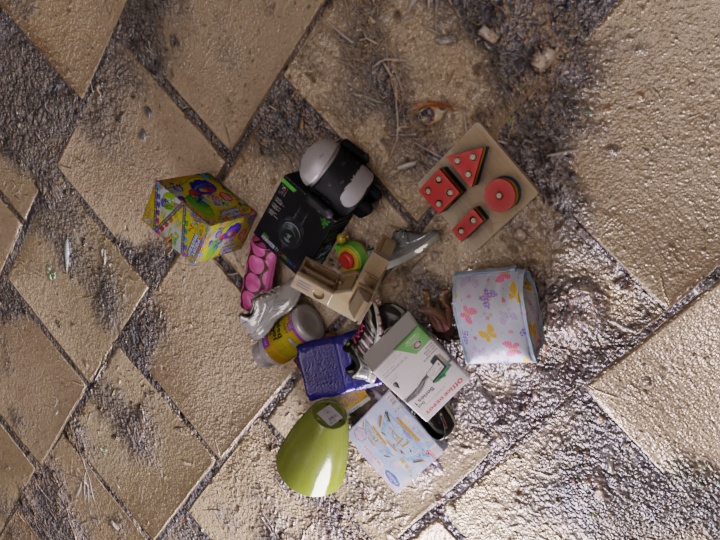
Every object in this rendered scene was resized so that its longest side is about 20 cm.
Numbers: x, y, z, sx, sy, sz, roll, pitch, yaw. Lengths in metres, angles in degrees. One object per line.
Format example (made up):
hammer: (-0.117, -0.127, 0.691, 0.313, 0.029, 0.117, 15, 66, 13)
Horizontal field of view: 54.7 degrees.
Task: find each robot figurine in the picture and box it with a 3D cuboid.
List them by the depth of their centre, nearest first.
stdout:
robot figurine: (-0.048, -0.207, 1.591, 0.199, 0.151, 0.125, 38, 124, -13)

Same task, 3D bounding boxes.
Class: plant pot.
plant pot: (-0.101, 0.426, 1.746, 0.185, 0.187, 0.202, 33, 126, 17)

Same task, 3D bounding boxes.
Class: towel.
towel: (-0.051, 0.232, 1.726, 0.196, 0.050, 0.151, -13, 94, 1)

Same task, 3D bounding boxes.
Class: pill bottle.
pill bottle: (-0.193, 0.177, 1.797, 0.199, 0.104, 0.105, -36, 85, 30)

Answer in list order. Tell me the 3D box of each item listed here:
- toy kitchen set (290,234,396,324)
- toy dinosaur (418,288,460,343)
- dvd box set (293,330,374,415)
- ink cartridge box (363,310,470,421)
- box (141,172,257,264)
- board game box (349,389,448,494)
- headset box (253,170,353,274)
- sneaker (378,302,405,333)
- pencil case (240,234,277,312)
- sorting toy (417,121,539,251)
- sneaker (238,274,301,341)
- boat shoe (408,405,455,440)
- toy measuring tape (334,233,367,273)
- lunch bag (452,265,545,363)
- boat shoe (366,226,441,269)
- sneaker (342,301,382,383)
toy kitchen set: (-0.047, 0.012, 1.554, 0.178, 0.164, 0.202, 28, 128, -3)
toy dinosaur: (0.179, 0.108, 1.543, 0.084, 0.200, 0.139, -4, 90, 16)
dvd box set: (-0.071, 0.277, 1.800, 0.146, 0.029, 0.202, -37, 84, 31)
ink cartridge box: (0.127, 0.214, 1.543, 0.146, 0.084, 0.200, -45, 115, 4)
box: (-0.408, -0.137, 1.778, 0.192, 0.199, 0.123, 38, 117, 13)
board game box: (0.088, 0.423, 1.745, 0.200, 0.041, 0.200, 48, 120, 10)
headset box: (-0.137, -0.119, 1.694, 0.174, 0.092, 0.201, 43, 121, 12)
sneaker: (0.093, 0.171, 1.634, 0.075, 0.115, 0.201, -41, 83, 30)
pencil case: (-0.254, 0.012, 1.800, 0.094, 0.089, 0.204, 43, 128, 53)
sorting toy: (0.241, -0.173, 1.490, 0.201, 0.069, 0.199, 51, 120, 8)
sneaker: (-0.224, 0.084, 1.753, 0.200, 0.074, 0.087, -46, 110, -2)
boat shoe: (0.148, 0.314, 1.674, 0.202, 0.063, 0.074, 52, 123, 9)
toy measuring tape: (0.000, 0.000, 1.669, 0.073, 0.073, 0.203, -23, 98, 31)
lunch bag: (0.297, 0.088, 1.498, 0.167, 0.127, 0.204, -7, 111, 30)
boat shoe: (0.093, -0.059, 1.600, 0.199, 0.070, 0.072, -25, 96, 34)
sneaker: (0.002, 0.169, 1.657, 0.085, 0.074, 0.205, 3, 99, -9)
